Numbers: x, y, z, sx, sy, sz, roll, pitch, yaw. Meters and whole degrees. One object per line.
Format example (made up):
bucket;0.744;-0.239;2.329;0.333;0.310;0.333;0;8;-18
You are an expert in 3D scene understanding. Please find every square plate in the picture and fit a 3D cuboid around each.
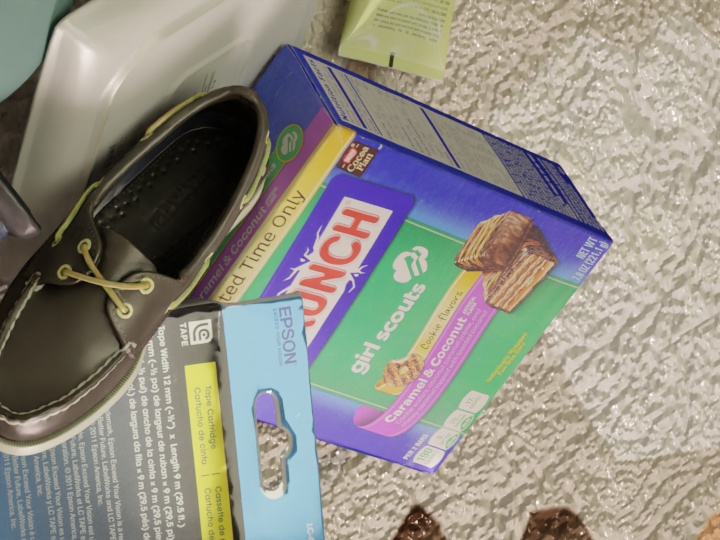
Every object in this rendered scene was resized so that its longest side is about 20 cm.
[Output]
square plate;-0.084;-0.091;1.311;0.028;0.200;0.198;43;54;15

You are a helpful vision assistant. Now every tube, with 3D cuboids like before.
tube;0.033;-0.207;1.484;0.058;0.052;0.200;10;90;1

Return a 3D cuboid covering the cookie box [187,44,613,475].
cookie box;0.000;0.000;1.400;0.200;0.075;0.171;20;115;-39

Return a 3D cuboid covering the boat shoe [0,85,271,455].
boat shoe;-0.110;-0.005;1.248;0.072;0.061;0.201;34;64;4

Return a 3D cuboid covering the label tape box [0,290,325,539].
label tape box;-0.124;0.088;1.308;0.200;0.066;0.143;-8;100;-17

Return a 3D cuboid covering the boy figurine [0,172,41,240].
boy figurine;-0.238;0.018;1.229;0.200;0.124;0.064;-37;110;-2

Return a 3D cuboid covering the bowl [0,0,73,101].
bowl;-0.202;-0.141;1.209;0.105;0.201;0.201;22;78;-59
